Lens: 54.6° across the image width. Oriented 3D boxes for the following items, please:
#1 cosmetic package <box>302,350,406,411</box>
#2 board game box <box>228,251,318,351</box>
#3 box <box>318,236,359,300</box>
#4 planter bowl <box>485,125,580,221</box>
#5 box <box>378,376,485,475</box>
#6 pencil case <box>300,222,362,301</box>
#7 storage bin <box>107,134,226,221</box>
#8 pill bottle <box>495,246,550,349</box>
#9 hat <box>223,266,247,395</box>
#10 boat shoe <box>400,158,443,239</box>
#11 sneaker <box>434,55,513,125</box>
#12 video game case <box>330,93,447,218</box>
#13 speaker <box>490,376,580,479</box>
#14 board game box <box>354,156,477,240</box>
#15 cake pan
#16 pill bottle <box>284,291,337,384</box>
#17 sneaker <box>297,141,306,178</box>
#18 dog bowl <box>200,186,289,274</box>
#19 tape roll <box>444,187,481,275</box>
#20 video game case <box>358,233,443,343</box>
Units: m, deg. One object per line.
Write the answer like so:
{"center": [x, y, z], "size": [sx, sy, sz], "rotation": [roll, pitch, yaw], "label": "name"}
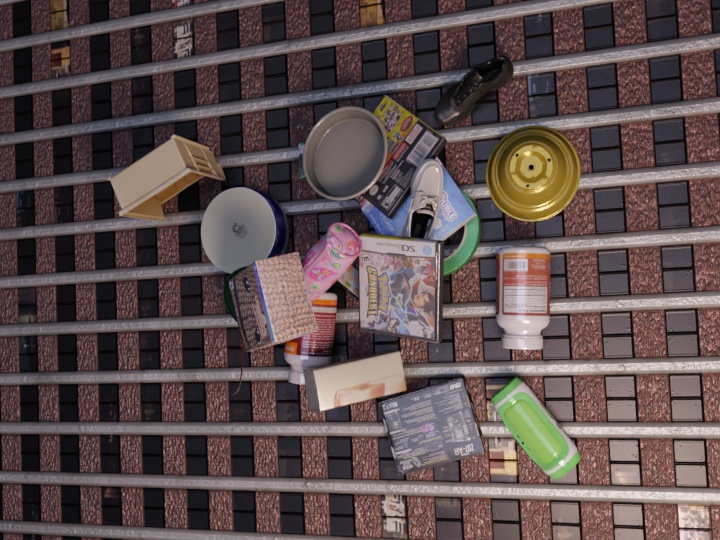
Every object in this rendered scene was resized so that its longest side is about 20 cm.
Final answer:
{"center": [-0.013, 0.233, 1.480], "size": [0.195, 0.103, 0.090], "rotation": [-9, 87, -18], "label": "cosmetic package"}
{"center": [-0.184, 0.069, 1.438], "size": [0.095, 0.199, 0.163], "rotation": [-12, 84, -28], "label": "board game box"}
{"center": [0.000, 0.000, 1.522], "size": [0.199, 0.116, 0.061], "rotation": [39, 117, 12], "label": "box"}
{"center": [0.355, -0.208, 1.445], "size": [0.195, 0.083, 0.206], "rotation": [-1, 87, 16], "label": "planter bowl"}
{"center": [0.154, 0.335, 1.505], "size": [0.196, 0.043, 0.164], "rotation": [-20, 83, 15], "label": "box"}
{"center": [-0.076, -0.014, 1.426], "size": [0.200, 0.086, 0.089], "rotation": [-42, 75, 45], "label": "pencil case"}
{"center": [-0.443, -0.207, 1.620], "size": [0.197, 0.198, 0.095], "rotation": [-29, 82, 13], "label": "storage bin"}
{"center": [0.332, 0.056, 1.428], "size": [0.109, 0.112, 0.206], "rotation": [1, 89, 16], "label": "pill bottle"}
{"center": [-0.240, 0.119, 1.534], "size": [0.163, 0.177, 0.203], "rotation": [-21, 113, 18], "label": "hat"}
{"center": [0.127, -0.125, 1.410], "size": [0.070, 0.066, 0.205], "rotation": [17, 94, -14], "label": "boat shoe"}
{"center": [0.234, -0.390, 1.484], "size": [0.199, 0.091, 0.076], "rotation": [-40, 80, 12], "label": "sneaker"}
{"center": [0.058, -0.243, 1.477], "size": [0.180, 0.025, 0.202], "rotation": [40, 97, 24], "label": "video game case"}
{"center": [0.356, 0.321, 1.425], "size": [0.088, 0.088, 0.201], "rotation": [-41, 78, 11], "label": "speaker"}
{"center": [0.113, -0.141, 1.485], "size": [0.197, 0.043, 0.202], "rotation": [-36, 77, 11], "label": "board game box"}
{"center": [-0.029, -0.244, 1.479], "size": [0.196, 0.037, 0.206], "rotation": [-4, 79, 22], "label": "cake pan"}
{"center": [-0.113, 0.147, 1.554], "size": [0.110, 0.113, 0.206], "rotation": [4, 89, 16], "label": "pill bottle"}
{"center": [-0.060, -0.219, 1.584], "size": [0.197, 0.077, 0.093], "rotation": [26, 111, 19], "label": "sneaker"}
{"center": [-0.269, -0.090, 1.627], "size": [0.195, 0.079, 0.206], "rotation": [-1, 88, 16], "label": "dog bowl"}
{"center": [0.162, -0.090, 1.515], "size": [0.195, 0.048, 0.206], "rotation": [-1, 86, 17], "label": "tape roll"}
{"center": [0.079, 0.034, 1.399], "size": [0.177, 0.025, 0.205], "rotation": [7, 106, 26], "label": "video game case"}
